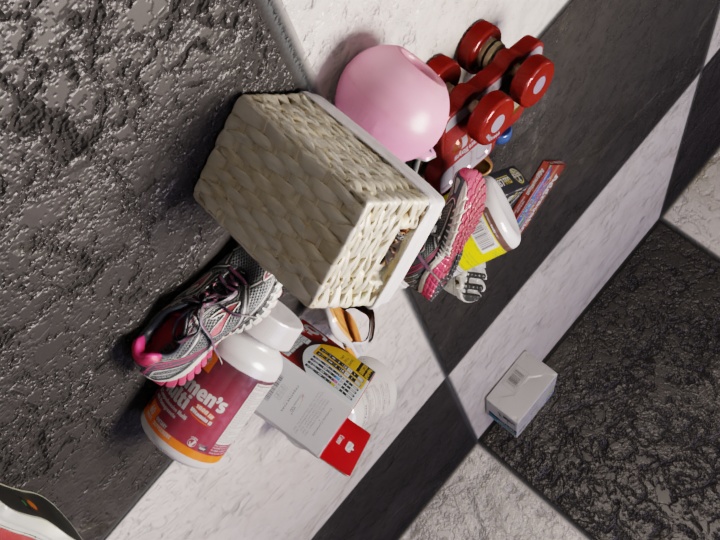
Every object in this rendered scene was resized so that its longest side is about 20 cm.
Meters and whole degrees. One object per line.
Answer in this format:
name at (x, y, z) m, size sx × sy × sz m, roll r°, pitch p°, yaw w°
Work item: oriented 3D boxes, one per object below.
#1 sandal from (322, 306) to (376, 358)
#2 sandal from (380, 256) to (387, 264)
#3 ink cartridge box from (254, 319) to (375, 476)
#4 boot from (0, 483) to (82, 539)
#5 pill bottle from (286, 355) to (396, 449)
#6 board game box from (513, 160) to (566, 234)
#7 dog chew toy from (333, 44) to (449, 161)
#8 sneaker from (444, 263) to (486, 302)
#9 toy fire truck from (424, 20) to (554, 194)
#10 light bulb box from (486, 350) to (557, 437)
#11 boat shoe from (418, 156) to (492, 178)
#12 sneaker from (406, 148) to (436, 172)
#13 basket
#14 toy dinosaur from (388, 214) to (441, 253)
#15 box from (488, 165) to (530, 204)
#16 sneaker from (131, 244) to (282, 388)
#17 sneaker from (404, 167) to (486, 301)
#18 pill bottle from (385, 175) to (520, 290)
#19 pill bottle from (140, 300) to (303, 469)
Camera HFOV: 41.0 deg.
sandal at (-0.007, 0.074, 1.373) m, size 0.059 × 0.080 × 0.207 m, roll -23°, pitch 166°, yaw 4°
sandal at (0.000, 0.000, 1.288) m, size 0.081 × 0.055 × 0.200 m, roll -32°, pitch 167°, yaw -20°
ink cartridge box at (-0.049, 0.162, 1.263) m, size 0.084 × 0.175 × 0.200 m, roll -55°, pitch 177°, yaw 11°
boot at (-0.385, 0.305, 1.011) m, size 0.144 × 0.072 × 0.200 m, roll -48°, pitch 152°, yaw -9°
pill bottle at (-0.036, 0.213, 1.534) m, size 0.199 × 0.114 × 0.115 m, roll -17°, pitch 141°, yaw -57°
board game box at (0.327, -0.126, 1.880) m, size 0.103 × 0.019 × 0.201 m, roll -14°, pitch 138°, yaw -61°
dog chew toy at (0.003, -0.139, 1.028) m, size 0.200 × 0.125 × 0.124 m, roll -49°, pitch 161°, yaw 20°
sneaker at (0.186, -0.051, 1.639) m, size 0.075 × 0.081 × 0.202 m, roll 16°, pitch 94°, yaw -41°
toy fire truck at (0.156, -0.205, 1.230) m, size 0.200 × 0.112 × 0.169 m, roll -41°, pitch 155°, yaw -24°
light bulb box at (0.486, 0.376, 2.916) m, size 0.198 × 0.125 × 0.200 m, roll -48°, pitch 160°, yaw -12°
boat shoe at (0.125, -0.153, 1.327) m, size 0.200 × 0.067 × 0.072 m, roll -16°, pitch 140°, yaw -58°
sneaker at (0.030, -0.096, 1.196) m, size 0.070 × 0.082 × 0.201 m, roll -32°, pitch 155°, yaw -40°
basket at (-0.045, -0.069, 0.923) m, size 0.123 × 0.200 × 0.136 m, roll -7°, pitch 132°, yaw -56°
toy dinosaur at (-0.004, -0.056, 1.132) m, size 0.102 × 0.198 × 0.137 m, roll -88°, pitch -172°, yaw -74°
box at (0.158, -0.071, 1.499) m, size 0.200 × 0.049 × 0.161 m, roll -47°, pitch 169°, yaw 32°
sneaker at (-0.158, 0.042, 1.031) m, size 0.200 × 0.080 × 0.075 m, roll -48°, pitch 158°, yaw -8°
sneaker at (0.097, -0.048, 1.225) m, size 0.081 × 0.074 × 0.201 m, roll -43°, pitch 162°, yaw -48°
pill bottle at (0.116, -0.044, 1.352) m, size 0.199 × 0.110 × 0.109 m, roll -25°, pitch 166°, yaw 17°
pill bottle at (-0.159, 0.121, 1.120) m, size 0.201 × 0.109 × 0.109 m, roll -55°, pitch 160°, yaw 9°
